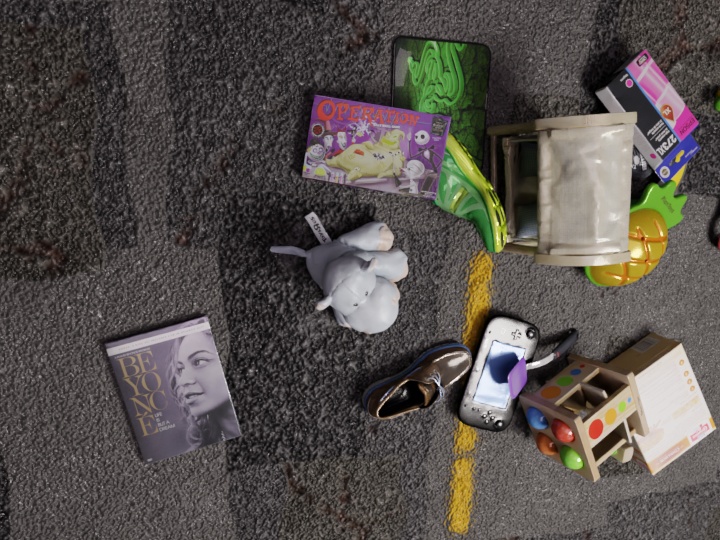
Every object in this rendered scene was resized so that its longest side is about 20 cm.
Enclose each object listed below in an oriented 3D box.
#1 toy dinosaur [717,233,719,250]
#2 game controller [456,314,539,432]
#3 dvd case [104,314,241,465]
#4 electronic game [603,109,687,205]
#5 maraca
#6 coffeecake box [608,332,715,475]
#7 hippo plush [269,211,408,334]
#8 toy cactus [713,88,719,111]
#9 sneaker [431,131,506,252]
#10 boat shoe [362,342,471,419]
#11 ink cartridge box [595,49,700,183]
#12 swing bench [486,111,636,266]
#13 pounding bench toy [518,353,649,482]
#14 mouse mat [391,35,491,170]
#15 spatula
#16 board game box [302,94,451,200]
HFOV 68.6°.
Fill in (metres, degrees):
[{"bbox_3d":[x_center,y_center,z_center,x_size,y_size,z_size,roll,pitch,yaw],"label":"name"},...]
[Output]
[{"bbox_3d":[0.694,-0.131,0.963,0.182,0.105,0.200,-45,69,11],"label":"toy dinosaur"},{"bbox_3d":[0.233,0.176,0.901,0.104,0.042,0.201,15,95,-21],"label":"game controller"},{"bbox_3d":[-0.277,0.180,0.794,0.148,0.016,0.201,-15,103,-10],"label":"dvd case"},{"bbox_3d":[0.470,-0.193,0.895,0.199,0.042,0.201,-2,101,-13],"label":"electronic game"},{"bbox_3d":[0.452,-0.057,0.872,0.137,0.107,0.200,29,107,-35],"label":"maraca"},{"bbox_3d":[0.537,0.244,0.971,0.153,0.073,0.201,-32,105,-6],"label":"coffeecake box"},{"bbox_3d":[0.000,0.000,0.753,0.159,0.161,0.200,-42,106,-3],"label":"hippo plush"},{"bbox_3d":[0.705,-0.325,0.911,0.200,0.102,0.165,-48,117,-11],"label":"toy cactus"},{"bbox_3d":[0.155,-0.111,0.798,0.083,0.074,0.201,-34,79,27],"label":"sneaker"},{"bbox_3d":[0.102,0.189,0.857,0.199,0.072,0.072,-29,105,-7],"label":"boat shoe"},{"bbox_3d":[0.477,-0.246,0.856,0.095,0.037,0.200,-44,101,-7],"label":"ink cartridge box"},{"bbox_3d":[0.287,-0.120,0.780,0.129,0.200,0.200,-6,102,-12],"label":"swing bench"},{"bbox_3d":[0.382,0.278,0.897,0.156,0.124,0.201,-30,108,-20],"label":"pounding bench toy"},{"bbox_3d":[0.124,-0.252,0.819,0.160,0.008,0.201,-1,99,-13],"label":"mouse mat"},{"bbox_3d":[0.314,0.151,0.900,0.199,0.021,0.057,-25,116,-27],"label":"spatula"},{"bbox_3d":[0.022,-0.177,0.766,0.199,0.032,0.121,10,93,4],"label":"board game box"}]
